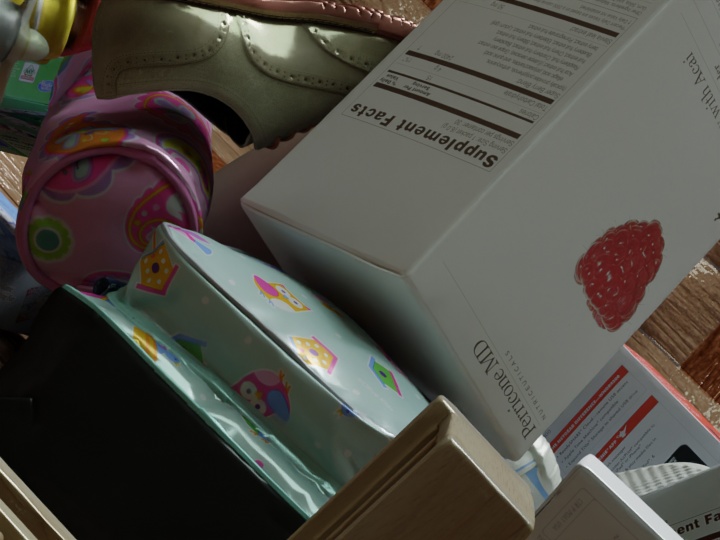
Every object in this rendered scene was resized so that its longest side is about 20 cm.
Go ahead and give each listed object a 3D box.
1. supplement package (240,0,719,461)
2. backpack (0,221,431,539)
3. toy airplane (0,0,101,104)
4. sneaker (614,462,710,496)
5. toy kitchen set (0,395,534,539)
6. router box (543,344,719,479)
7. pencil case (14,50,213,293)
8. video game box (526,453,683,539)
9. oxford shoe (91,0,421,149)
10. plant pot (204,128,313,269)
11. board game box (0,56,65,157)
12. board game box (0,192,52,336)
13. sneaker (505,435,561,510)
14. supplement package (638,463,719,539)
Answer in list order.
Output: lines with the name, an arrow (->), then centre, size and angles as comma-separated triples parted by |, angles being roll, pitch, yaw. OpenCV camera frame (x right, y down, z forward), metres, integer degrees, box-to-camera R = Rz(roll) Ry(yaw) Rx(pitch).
supplement package -> 0.072, -0.041, 1.068 | 0.120, 0.200, 0.121 | 25, -25, 48
backpack -> -0.052, 0.079, 1.008 | 0.176, 0.153, 0.200 | 39, -3, 13
toy airplane -> -0.205, -0.118, 1.106 | 0.200, 0.198, 0.142 | -8, 94, -68
sneaker -> 0.128, 0.144, 1.199 | 0.200, 0.074, 0.082 | -16, -84, 65
toy kitchen set -> -0.076, 0.061, 0.801 | 0.200, 0.180, 0.163 | 47, 5, 0
router box -> 0.126, 0.160, 1.324 | 0.049, 0.200, 0.180 | 36, 9, -43
pencil case -> -0.111, -0.048, 1.134 | 0.087, 0.087, 0.200 | 41, 12, -16
video game box -> 0.096, 0.203, 0.917 | 0.200, 0.182, 0.047 | 44, 8, 7
oxford shoe -> -0.032, -0.087, 1.102 | 0.199, 0.074, 0.071 | 12, -3, -25
plant pot -> 0.000, 0.000, 1.215 | 0.200, 0.174, 0.200 | 44, 9, -9
board game box -> -0.203, -0.095, 1.375 | 0.199, 0.029, 0.135 | 14, -12, 33
board game box -> -0.246, -0.058, 1.186 | 0.200, 0.043, 0.199 | 45, 6, 20
sneaker -> 0.045, 0.115, 1.162 | 0.200, 0.072, 0.072 | 105, -38, -72
supplement package -> 0.167, 0.223, 1.072 | 0.191, 0.147, 0.201 | 38, 36, -46
